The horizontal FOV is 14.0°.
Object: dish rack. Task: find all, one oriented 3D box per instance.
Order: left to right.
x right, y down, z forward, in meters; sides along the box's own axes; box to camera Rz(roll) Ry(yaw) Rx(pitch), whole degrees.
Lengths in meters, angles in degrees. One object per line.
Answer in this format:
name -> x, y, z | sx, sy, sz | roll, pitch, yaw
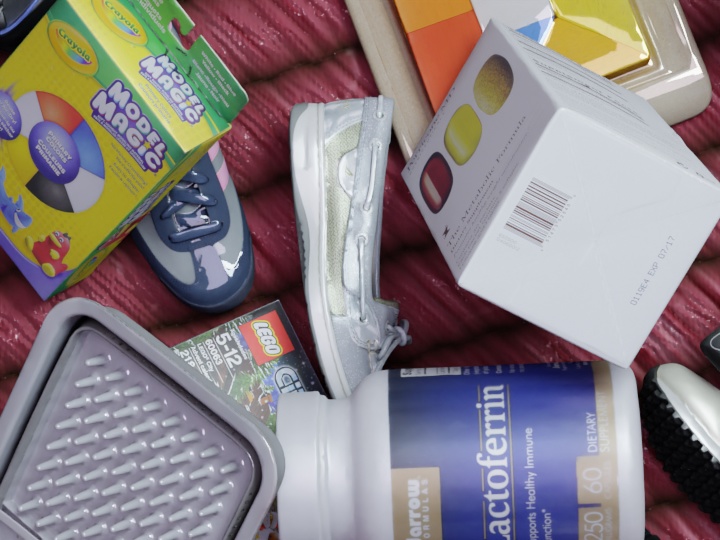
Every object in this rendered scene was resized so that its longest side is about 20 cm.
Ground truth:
dish rack -> -0.129, 0.128, 1.622 | 0.172, 0.044, 0.200 | 37, 117, 22

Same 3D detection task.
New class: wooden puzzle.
wooden puzzle -> 0.090, -0.158, 1.733 | 0.185, 0.037, 0.200 | -21, 85, 0

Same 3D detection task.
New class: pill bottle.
pill bottle -> 0.054, 0.111, 1.629 | 0.200, 0.116, 0.116 | -3, 86, 2

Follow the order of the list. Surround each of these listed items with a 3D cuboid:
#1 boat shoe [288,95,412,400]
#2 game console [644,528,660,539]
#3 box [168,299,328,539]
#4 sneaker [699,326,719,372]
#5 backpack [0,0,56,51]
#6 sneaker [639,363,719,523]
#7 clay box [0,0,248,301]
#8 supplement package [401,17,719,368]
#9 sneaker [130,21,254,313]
boat shoe -> 0.000, -0.001, 1.706 | 0.065, 0.074, 0.202 | -8, 82, 4
game console -> 0.082, 0.226, 1.678 | 0.200, 0.116, 0.176 | -35, 55, -26
box -> -0.065, 0.134, 1.688 | 0.136, 0.038, 0.200 | -24, 84, -25
sneaker -> 0.264, -0.011, 1.697 | 0.200, 0.080, 0.086 | -35, 74, -22
backpack -> -0.216, -0.248, 1.702 | 0.183, 0.135, 0.200 | -44, 86, -1
sneaker -> 0.251, 0.116, 1.700 | 0.093, 0.070, 0.200 | -42, 82, -20
clay box -> -0.155, -0.082, 1.669 | 0.115, 0.200, 0.048 | 51, 45, 5
supplement package -> 0.108, -0.047, 1.622 | 0.109, 0.200, 0.114 | 27, 102, -16
sneaker -> -0.117, -0.070, 1.711 | 0.070, 0.082, 0.200 | -22, 86, -2
